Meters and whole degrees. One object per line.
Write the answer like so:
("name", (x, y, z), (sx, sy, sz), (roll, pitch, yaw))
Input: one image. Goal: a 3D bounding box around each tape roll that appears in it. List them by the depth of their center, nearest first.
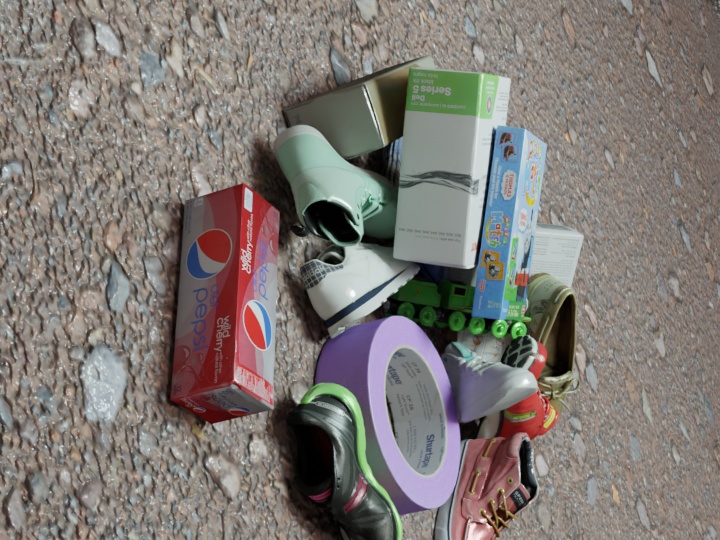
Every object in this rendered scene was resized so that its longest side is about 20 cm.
("tape roll", (0.031, 0.151, 1.604), (0.200, 0.065, 0.201), (39, 44, -51))

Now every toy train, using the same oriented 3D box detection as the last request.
("toy train", (0.111, 0.040, 1.753), (0.199, 0.042, 0.057), (10, 92, -33))

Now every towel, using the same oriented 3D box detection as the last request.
("towel", (0.064, -0.082, 1.804), (0.147, 0.024, 0.200), (53, 26, -32))

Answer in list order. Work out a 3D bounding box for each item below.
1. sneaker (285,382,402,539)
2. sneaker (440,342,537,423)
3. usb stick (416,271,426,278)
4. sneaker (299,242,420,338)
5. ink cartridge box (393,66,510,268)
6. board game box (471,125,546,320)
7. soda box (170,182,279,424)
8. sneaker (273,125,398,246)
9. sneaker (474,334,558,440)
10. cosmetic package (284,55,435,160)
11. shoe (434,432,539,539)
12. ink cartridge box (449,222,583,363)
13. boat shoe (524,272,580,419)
("sneaker", (-0.024, 0.209, 1.478), (0.084, 0.077, 0.201), (-27, 99, -45))
("sneaker", (0.122, 0.118, 1.703), (0.075, 0.200, 0.089), (-15, 83, -24))
("usb stick", (0.105, 0.018, 1.854), (0.200, 0.032, 0.056), (14, 65, -60))
("sneaker", (0.000, 0.000, 1.622), (0.081, 0.076, 0.200), (52, 23, 0))
("ink cartridge box", (0.098, -0.110, 1.647), (0.145, 0.084, 0.201), (-15, 111, -73))
("board game box", (0.162, -0.048, 1.682), (0.151, 0.036, 0.201), (6, 91, -74))
("soda box", (-0.118, 0.028, 1.370), (0.063, 0.070, 0.201), (41, 42, -49))
("sneaker", (-0.012, -0.053, 1.586), (0.200, 0.074, 0.119), (34, 31, -45))
("sneaker", (0.191, 0.148, 1.792), (0.200, 0.085, 0.077), (105, 3, -50))
("cosmetic package", (0.010, -0.173, 1.690), (0.200, 0.105, 0.071), (-35, 108, -61))
("shoe", (0.143, 0.266, 1.732), (0.072, 0.091, 0.201), (54, 33, -36))
("ink cartridge box", (0.172, 0.041, 1.845), (0.160, 0.050, 0.201), (4, 107, -36))
("boat shoe", (0.221, 0.105, 1.835), (0.073, 0.063, 0.201), (-19, 118, -30))
